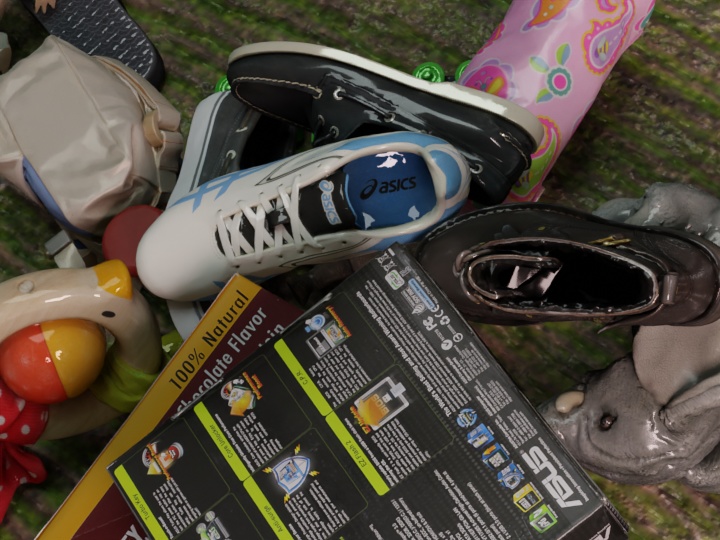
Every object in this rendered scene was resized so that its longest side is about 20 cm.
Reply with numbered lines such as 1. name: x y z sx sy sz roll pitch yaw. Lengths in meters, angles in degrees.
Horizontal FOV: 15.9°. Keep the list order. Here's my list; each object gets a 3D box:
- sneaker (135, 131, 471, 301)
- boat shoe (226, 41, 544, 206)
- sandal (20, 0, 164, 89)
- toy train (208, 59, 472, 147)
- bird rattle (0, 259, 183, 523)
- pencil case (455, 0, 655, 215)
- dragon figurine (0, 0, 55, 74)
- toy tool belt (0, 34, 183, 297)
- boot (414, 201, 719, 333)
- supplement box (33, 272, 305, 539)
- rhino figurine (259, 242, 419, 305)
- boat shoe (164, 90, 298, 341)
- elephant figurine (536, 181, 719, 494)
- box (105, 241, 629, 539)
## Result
1. sneaker: -0.036 -0.033 1.451 0.200 0.072 0.072 -17 83 7
2. boat shoe: 0.005 -0.081 1.518 0.199 0.075 0.066 17 70 13
3. sandal: -0.195 -0.185 1.787 0.076 0.043 0.200 -28 60 4
4. toy train: -0.004 -0.100 1.659 0.200 0.042 0.056 -2 67 13
5. bird rattle: -0.185 0.059 1.521 0.200 0.163 0.113 -10 46 3
6. pencil case: 0.103 -0.106 1.588 0.087 0.087 0.200 23 74 30
7. dragon figurine: -0.266 -0.197 1.762 0.099 0.059 0.200 32 93 32
8. toy tool belt: -0.152 -0.048 1.621 0.125 0.123 0.200 -39 58 1
9. boot: 0.090 -0.002 1.329 0.200 0.174 0.069 2 91 26
10. supplement box: -0.029 0.145 1.360 0.200 0.133 0.197 28 76 36
11. rhino figurine: 0.000 0.000 1.556 0.087 0.060 0.200 -37 42 -12
12. boat shoe: -0.075 -0.038 1.544 0.057 0.069 0.200 -18 45 25
13. elephant figurine: 0.176 0.064 1.437 0.155 0.141 0.200 -24 44 51
14. box: -0.001 0.112 1.254 0.193 0.048 0.200 -40 52 2
